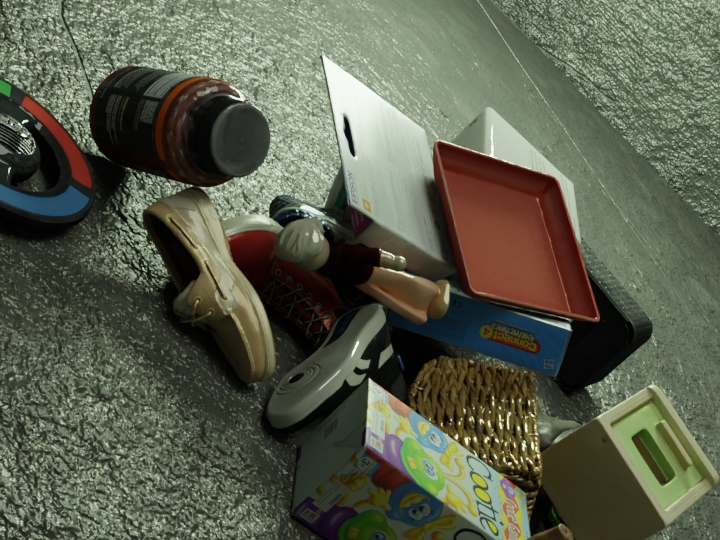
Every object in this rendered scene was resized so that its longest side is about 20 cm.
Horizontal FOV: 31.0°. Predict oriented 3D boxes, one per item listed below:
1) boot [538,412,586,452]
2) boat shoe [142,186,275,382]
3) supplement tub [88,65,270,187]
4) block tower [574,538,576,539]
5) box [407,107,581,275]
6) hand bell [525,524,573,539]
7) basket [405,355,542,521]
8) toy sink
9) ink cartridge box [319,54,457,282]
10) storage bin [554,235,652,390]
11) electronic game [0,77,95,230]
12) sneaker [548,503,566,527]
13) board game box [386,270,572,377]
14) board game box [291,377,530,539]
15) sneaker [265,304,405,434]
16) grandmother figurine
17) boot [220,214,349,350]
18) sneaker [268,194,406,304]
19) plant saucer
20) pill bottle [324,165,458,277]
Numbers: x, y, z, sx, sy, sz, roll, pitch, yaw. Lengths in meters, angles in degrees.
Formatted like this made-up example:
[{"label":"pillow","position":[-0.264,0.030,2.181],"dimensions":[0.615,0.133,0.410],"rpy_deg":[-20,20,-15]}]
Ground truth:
[{"label":"boot","position":[0.177,0.161,1.532],"dimensions":[0.174,0.069,0.200],"rpy_deg":[38,8,12]},{"label":"boat shoe","position":[-0.147,0.021,1.220],"dimensions":[0.069,0.074,0.201],"rpy_deg":[-19,76,-36]},{"label":"supplement tub","position":[-0.175,-0.140,1.274],"dimensions":[0.107,0.108,0.199],"rpy_deg":[21,-2,-44]},{"label":"block tower","position":[0.194,0.318,1.313],"dimensions":[0.054,0.058,0.200],"rpy_deg":[51,24,13]},{"label":"box","position":[0.160,-0.066,1.711],"dimensions":[0.171,0.200,0.199],"rpy_deg":[41,24,-14]},{"label":"hand bell","position":[0.097,0.269,1.042],"dimensions":[0.104,0.200,0.104],"rpy_deg":[37,23,-19]},{"label":"basket","position":[0.105,0.202,1.346],"dimensions":[0.142,0.150,0.200],"rpy_deg":[9,28,0]},{"label":"toy sink","position":[0.297,0.211,1.403],"dimensions":[0.199,0.112,0.131],"rpy_deg":[-14,68,-54]},{"label":"ink cartridge box","position":[0.019,-0.106,1.397],"dimensions":[0.200,0.043,0.197],"rpy_deg":[28,42,-46]},{"label":"storage bin","position":[0.293,0.053,1.816],"dimensions":[0.200,0.135,0.094],"rpy_deg":[53,24,17]},{"label":"electronic game","position":[-0.324,-0.114,1.170],"dimensions":[0.200,0.042,0.200],"rpy_deg":[36,24,-19]},{"label":"sneaker","position":[0.271,0.267,1.490],"dimensions":[0.077,0.084,0.200],"rpy_deg":[44,23,-2]},{"label":"board game box","position":[0.140,0.054,1.494],"dimensions":[0.199,0.056,0.196],"rpy_deg":[18,6,8]},{"label":"board game box","position":[0.048,0.212,1.178],"dimensions":[0.200,0.105,0.103],"rpy_deg":[37,25,-18]},{"label":"sneaker","position":[-0.010,0.127,1.268],"dimensions":[0.200,0.073,0.112],"rpy_deg":[-47,118,-49]},{"label":"grandmother figurine","position":[0.000,0.000,1.321],"dimensions":[0.199,0.121,0.061],"rpy_deg":[23,61,-31]},{"label":"boot","position":[-0.076,0.025,1.329],"dimensions":[0.200,0.072,0.145],"rpy_deg":[16,38,-56]},{"label":"sneaker","position":[-0.026,-0.034,1.504],"dimensions":[0.199,0.077,0.085],"rpy_deg":[31,19,-34]},{"label":"plant saucer","position":[0.166,-0.036,1.461],"dimensions":[0.199,0.037,0.201],"rpy_deg":[13,52,-36]},{"label":"pill bottle","position":[0.066,-0.069,1.546],"dimensions":[0.199,0.114,0.113],"rpy_deg":[27,22,6]}]
